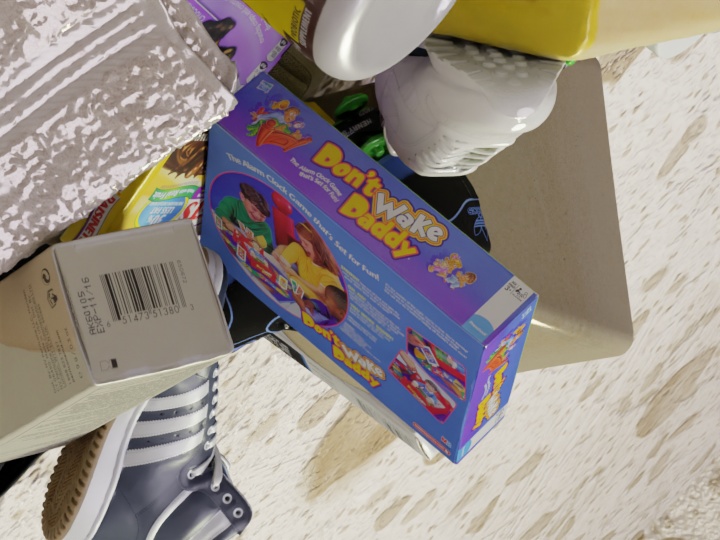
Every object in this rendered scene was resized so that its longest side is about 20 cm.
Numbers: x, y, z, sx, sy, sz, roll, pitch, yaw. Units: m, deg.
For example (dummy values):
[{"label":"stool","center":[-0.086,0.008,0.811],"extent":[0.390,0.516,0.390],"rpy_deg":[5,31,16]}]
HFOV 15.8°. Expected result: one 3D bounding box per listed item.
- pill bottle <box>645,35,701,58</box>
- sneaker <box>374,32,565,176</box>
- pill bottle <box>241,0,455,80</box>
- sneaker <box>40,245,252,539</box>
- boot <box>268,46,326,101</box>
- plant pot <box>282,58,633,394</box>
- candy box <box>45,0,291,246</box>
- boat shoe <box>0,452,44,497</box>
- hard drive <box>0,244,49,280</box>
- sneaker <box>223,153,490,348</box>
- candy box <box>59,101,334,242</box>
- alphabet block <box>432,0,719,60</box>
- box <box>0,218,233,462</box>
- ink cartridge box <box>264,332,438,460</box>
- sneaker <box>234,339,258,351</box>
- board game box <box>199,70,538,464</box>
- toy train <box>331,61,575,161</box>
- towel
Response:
[{"label":"pill bottle","center":[0.136,-0.222,1.575],"extent":[0.113,0.200,0.113],"rpy_deg":[-41,159,-19]},{"label":"sneaker","center":[0.056,-0.086,1.383],"extent":[0.200,0.076,0.081],"rpy_deg":[-140,-122,-73]},{"label":"pill bottle","center":[-0.044,-0.191,1.255],"extent":[0.109,0.200,0.109],"rpy_deg":[-41,159,-19]},{"label":"sneaker","center":[-0.098,0.083,1.501],"extent":[0.108,0.070,0.201],"rpy_deg":[20,110,-24]},{"label":"boot","center":[-0.006,-0.162,1.580],"extent":[0.156,0.073,0.200],"rpy_deg":[-52,158,8]},{"label":"plant pot","center":[0.037,-0.037,1.645],"extent":[0.199,0.201,0.177],"rpy_deg":[-12,168,30]},{"label":"candy box","center":[-0.131,-0.109,1.414],"extent":[0.200,0.071,0.168],"rpy_deg":[-49,161,2]},{"label":"boat shoe","center":[-0.179,0.076,1.566],"extent":[0.200,0.062,0.075],"rpy_deg":[-37,155,-33]},{"label":"hard drive","center":[-0.191,0.024,1.588],"extent":[0.200,0.038,0.140],"rpy_deg":[-27,152,-44]},{"label":"sneaker","center":[-0.014,0.005,1.525],"extent":[0.200,0.078,0.070],"rpy_deg":[-36,167,25]},{"label":"candy box","center":[-0.089,-0.052,1.472],"extent":[0.102,0.026,0.200],"rpy_deg":[-51,163,17]},{"label":"alphabet block","center":[0.095,-0.231,1.408],"extent":[0.200,0.195,0.197],"rpy_deg":[-18,116,-57]},{"label":"box","center":[-0.163,0.045,1.403],"extent":[0.095,0.078,0.200],"rpy_deg":[-13,170,-38]},{"label":"ink cartridge box","center":[0.047,0.009,1.821],"extent":[0.200,0.197,0.047],"rpy_deg":[-43,139,-15]},{"label":"sneaker","center":[-0.084,0.023,1.737],"extent":[0.078,0.075,0.200],"rpy_deg":[-42,169,10]},{"label":"board game box","center":[0.000,0.000,1.416],"extent":[0.045,0.200,0.135],"rpy_deg":[-42,161,-26]},{"label":"toy train","center":[0.044,-0.098,1.517],"extent":[0.199,0.042,0.056],"rpy_deg":[-26,162,-14]},{"label":"towel","center":[-0.168,-0.082,1.300],"extent":[0.200,0.034,0.133],"rpy_deg":[-37,117,-4]}]
